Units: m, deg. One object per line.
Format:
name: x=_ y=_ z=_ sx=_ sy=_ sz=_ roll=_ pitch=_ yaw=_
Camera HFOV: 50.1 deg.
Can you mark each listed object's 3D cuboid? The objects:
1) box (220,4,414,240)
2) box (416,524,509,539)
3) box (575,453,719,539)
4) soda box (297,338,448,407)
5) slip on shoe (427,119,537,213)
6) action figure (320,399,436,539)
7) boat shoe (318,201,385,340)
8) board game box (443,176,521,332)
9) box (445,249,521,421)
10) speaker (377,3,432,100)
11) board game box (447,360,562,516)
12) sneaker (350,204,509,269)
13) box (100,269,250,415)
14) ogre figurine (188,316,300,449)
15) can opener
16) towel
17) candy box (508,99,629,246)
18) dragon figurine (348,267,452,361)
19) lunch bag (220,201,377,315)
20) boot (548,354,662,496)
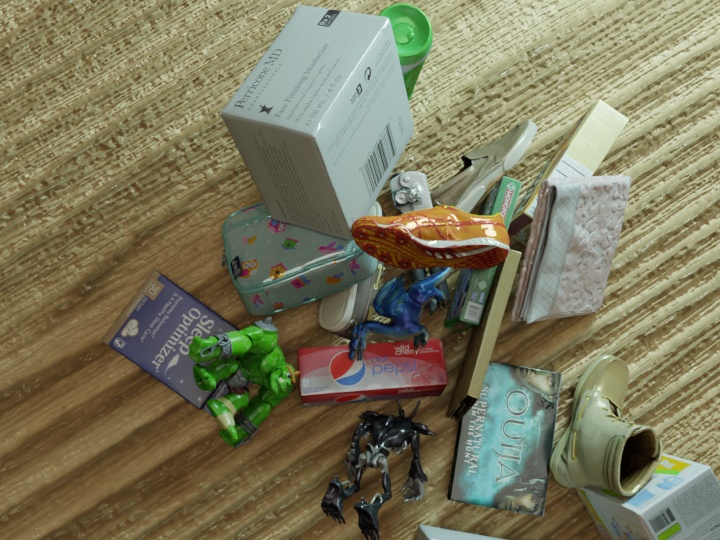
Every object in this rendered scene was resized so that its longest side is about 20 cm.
box: x=-0.042 y=-0.182 z=0.958 sx=0.131 sy=0.200 sz=0.199 roll=16 pitch=62 yaw=24
box: x=0.170 y=0.424 z=1.021 sx=0.200 sy=0.097 sz=0.125 roll=10 pitch=82 yaw=-3
box: x=0.381 y=0.309 z=1.001 sx=0.112 sy=0.200 sz=0.101 roll=-29 pitch=89 yaw=-9
soda box: x=0.015 y=0.140 z=1.057 sx=0.200 sy=0.063 sz=0.070 roll=-4 pitch=66 yaw=-5
slip on shoe: x=0.174 y=-0.151 z=1.115 sx=0.061 sy=0.076 sz=0.200 roll=43 pitch=89 yaw=-4
action figure: x=0.027 y=0.260 z=1.031 sx=0.119 sy=0.102 sz=0.200 roll=14 pitch=38 yaw=24
boat shoe: x=0.000 y=0.000 z=1.084 sx=0.060 sy=0.072 sz=0.200 roll=34 pitch=62 yaw=-40
board game box: x=0.166 y=-0.018 z=1.062 sx=0.029 sy=0.135 sz=0.200 roll=18 pitch=82 yaw=1
box: x=0.160 y=0.089 z=1.010 sx=0.021 sy=0.164 sz=0.200 roll=19 pitch=70 yaw=5
speaker: x=0.045 y=-0.284 z=1.055 sx=0.088 sy=0.200 sz=0.089 roll=1 pitch=82 yaw=-5
board game box: x=0.204 y=0.232 z=1.085 sx=0.135 sy=0.028 sz=0.200 roll=10 pitch=82 yaw=-2
sneaker: x=0.086 y=-0.046 z=0.968 sx=0.200 sy=0.073 sz=0.077 roll=6 pitch=52 yaw=-10
box: x=-0.238 y=0.105 z=1.065 sx=0.200 sy=0.032 sz=0.121 roll=35 pitch=81 yaw=0
ogre figurine: x=-0.150 y=0.138 z=1.011 sx=0.120 sy=0.098 sz=0.200 roll=-34 pitch=118 yaw=-25
can opener: x=0.087 y=-0.046 z=1.099 sx=0.053 sy=0.066 sz=0.200 roll=-13 pitch=92 yaw=10
towel: x=0.290 y=-0.029 z=1.042 sx=0.191 sy=0.032 sz=0.200 roll=-7 pitch=114 yaw=-41
candy box: x=0.289 y=-0.134 z=1.098 sx=0.055 sy=0.115 sz=0.200 roll=34 pitch=81 yaw=1
dragon figurine: x=0.055 y=0.040 z=1.025 sx=0.099 sy=0.059 sz=0.200 roll=29 pitch=77 yaw=-7
lunch bag: x=-0.089 y=-0.037 z=1.040 sx=0.200 sy=0.077 sz=0.160 roll=-19 pitch=54 yaw=0
boot: x=0.342 y=0.202 z=1.027 sx=0.073 sy=0.155 sz=0.200 roll=34 pitch=72 yaw=-10
